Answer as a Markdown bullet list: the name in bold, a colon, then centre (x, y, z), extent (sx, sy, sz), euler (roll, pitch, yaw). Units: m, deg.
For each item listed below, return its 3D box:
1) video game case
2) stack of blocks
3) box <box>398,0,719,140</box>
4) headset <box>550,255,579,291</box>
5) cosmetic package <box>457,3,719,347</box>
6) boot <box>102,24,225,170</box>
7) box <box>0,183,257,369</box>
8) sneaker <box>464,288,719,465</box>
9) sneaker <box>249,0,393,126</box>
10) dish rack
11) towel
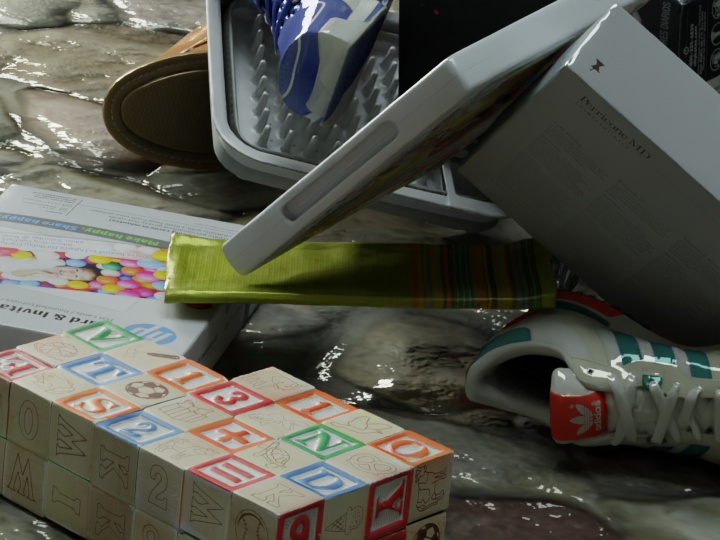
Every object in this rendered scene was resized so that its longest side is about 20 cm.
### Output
- **video game case**: centre (0.042, -0.078, 1.438), extent (0.023, 0.182, 0.200), euler (55, 38, 3)
- **stack of blocks**: centre (-0.071, 0.086, 1.273), extent (0.199, 0.059, 0.115), euler (23, 26, 37)
- **box**: centre (0.128, -0.134, 1.632), extent (0.199, 0.123, 0.106), euler (19, 30, 35)
- **headset**: centre (0.162, -0.032, 1.680), extent (0.123, 0.095, 0.200), euler (17, 7, 23)
- **cosmetic package**: centre (0.159, -0.025, 1.405), extent (0.200, 0.151, 0.052), euler (41, 67, -4)
- **boot**: centre (-0.102, -0.124, 1.814), extent (0.199, 0.077, 0.155), euler (-18, 23, -28)
- **box**: centre (-0.142, 0.014, 1.473), extent (0.155, 0.041, 0.200), euler (10, 22, 9)
- **sneaker**: centre (0.141, 0.068, 1.389), extent (0.199, 0.071, 0.093), euler (18, 30, 34)
- **sneaker**: centre (-0.040, -0.165, 1.673), extent (0.115, 0.081, 0.200), euler (22, 33, 0)
- **dish rack**: centre (-0.003, -0.094, 1.701), extent (0.199, 0.044, 0.172), euler (13, 42, -18)
- **towel**: centre (0.000, 0.000, 1.446), extent (0.198, 0.018, 0.086), euler (1, 16, -2)
